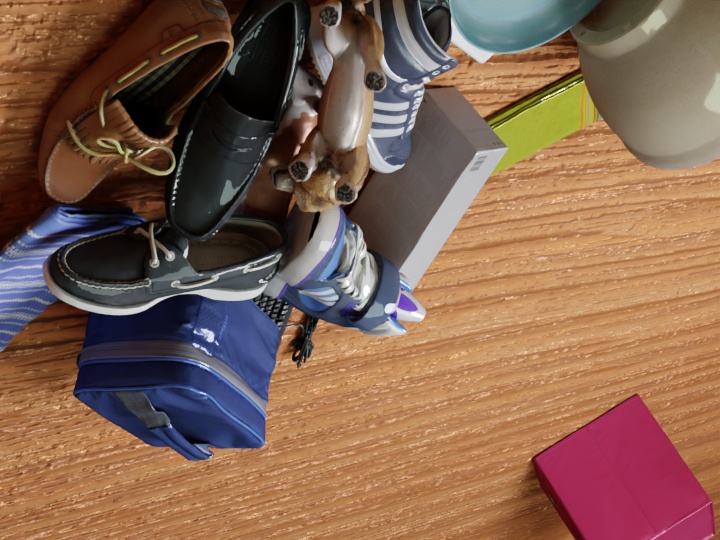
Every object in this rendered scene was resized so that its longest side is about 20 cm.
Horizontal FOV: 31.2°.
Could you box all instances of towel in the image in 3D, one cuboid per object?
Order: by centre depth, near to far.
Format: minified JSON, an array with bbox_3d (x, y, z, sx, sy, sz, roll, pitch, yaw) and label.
[{"bbox_3d":[-0.272,0.016,1.031,0.200,0.024,0.145,-40,170,14],"label":"towel"},{"bbox_3d":[0.194,-0.151,1.259,0.199,0.018,0.086,-27,148,-7],"label":"towel"}]

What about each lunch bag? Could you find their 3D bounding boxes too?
[{"bbox_3d":[-0.158,0.091,1.135,0.134,0.134,0.200,-2,155,20],"label":"lunch bag"}]

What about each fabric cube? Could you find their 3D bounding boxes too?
[{"bbox_3d":[0.408,0.351,1.989,0.199,0.200,0.197,-31,151,-1],"label":"fabric cube"}]

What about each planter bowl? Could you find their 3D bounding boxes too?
[{"bbox_3d":[0.261,-0.206,1.096,0.134,0.201,0.200,32,115,-30],"label":"planter bowl"}]

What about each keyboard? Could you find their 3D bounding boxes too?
[{"bbox_3d":[-0.088,0.064,1.314,0.126,0.021,0.201,-12,145,-29],"label":"keyboard"}]

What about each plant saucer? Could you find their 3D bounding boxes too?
[{"bbox_3d":[0.143,-0.258,0.991,0.199,0.027,0.201,-25,144,-20],"label":"plant saucer"}]

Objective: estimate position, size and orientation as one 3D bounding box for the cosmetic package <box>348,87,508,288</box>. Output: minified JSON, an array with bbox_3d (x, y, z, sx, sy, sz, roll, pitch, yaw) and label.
[{"bbox_3d":[0.050,-0.065,1.188,0.050,0.083,0.201,-14,147,-45],"label":"cosmetic package"}]

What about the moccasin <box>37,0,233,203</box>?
[{"bbox_3d":[-0.162,-0.115,0.930,0.201,0.078,0.073,-39,149,21],"label":"moccasin"}]

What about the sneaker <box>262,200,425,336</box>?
[{"bbox_3d":[0.000,0.000,1.115,0.145,0.081,0.200,19,162,-11],"label":"sneaker"}]

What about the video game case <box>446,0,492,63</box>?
[{"bbox_3d":[0.111,-0.264,1.016,0.182,0.024,0.199,-43,148,18],"label":"video game case"}]

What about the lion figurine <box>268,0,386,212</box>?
[{"bbox_3d":[-0.012,-0.125,0.942,0.072,0.123,0.202,20,113,-2],"label":"lion figurine"}]

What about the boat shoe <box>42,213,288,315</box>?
[{"bbox_3d":[-0.147,-0.014,1.004,0.199,0.076,0.060,-8,150,-40],"label":"boat shoe"}]

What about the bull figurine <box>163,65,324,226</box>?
[{"bbox_3d":[-0.092,-0.082,1.058,0.120,0.065,0.201,-11,142,-25],"label":"bull figurine"}]

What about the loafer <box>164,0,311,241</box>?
[{"bbox_3d":[-0.093,-0.114,0.945,0.068,0.070,0.202,23,100,-11],"label":"loafer"}]

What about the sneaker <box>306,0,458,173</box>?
[{"bbox_3d":[0.036,-0.151,1.039,0.107,0.071,0.200,-15,149,13],"label":"sneaker"}]
